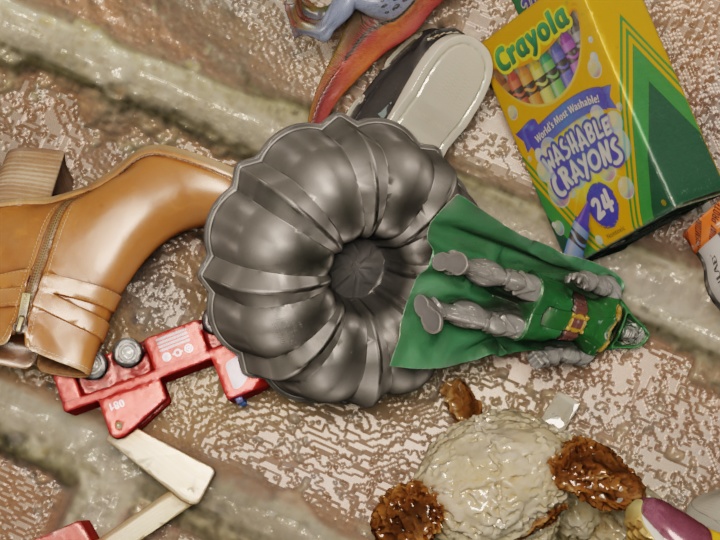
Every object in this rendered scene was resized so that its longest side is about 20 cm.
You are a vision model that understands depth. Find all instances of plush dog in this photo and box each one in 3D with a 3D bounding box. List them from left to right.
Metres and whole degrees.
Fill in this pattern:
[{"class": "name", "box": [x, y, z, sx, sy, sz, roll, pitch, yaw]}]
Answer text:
[{"class": "plush dog", "box": [0.090, 0.139, 1.349, 0.200, 0.172, 0.161, -19, 82, 1]}]

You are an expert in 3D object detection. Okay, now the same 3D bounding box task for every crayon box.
[{"class": "crayon box", "box": [0.152, -0.117, 1.400, 0.052, 0.126, 0.200, -17, 81, -33]}]

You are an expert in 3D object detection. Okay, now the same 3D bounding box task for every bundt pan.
[{"class": "bundt pan", "box": [0.000, 0.000, 1.375, 0.202, 0.076, 0.202, -5, 103, -21]}]

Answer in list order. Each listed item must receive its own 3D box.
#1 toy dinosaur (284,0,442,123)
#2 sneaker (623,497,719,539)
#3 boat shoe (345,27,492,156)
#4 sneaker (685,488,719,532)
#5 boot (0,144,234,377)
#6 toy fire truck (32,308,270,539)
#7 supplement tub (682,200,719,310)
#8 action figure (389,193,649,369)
[{"class": "toy dinosaur", "box": [0.043, -0.197, 1.433, 0.181, 0.105, 0.200, -8, 94, 7]}, {"class": "sneaker", "box": [0.252, 0.193, 1.272, 0.200, 0.075, 0.090, 43, 78, 0]}, {"class": "boat shoe", "box": [0.012, -0.082, 1.437, 0.074, 0.060, 0.200, 33, 90, -30]}, {"class": "sneaker", "box": [0.283, 0.127, 1.345, 0.076, 0.200, 0.092, -26, 94, -42]}, {"class": "boot", "box": [-0.168, -0.002, 1.409, 0.200, 0.074, 0.155, 1, 63, 17]}, {"class": "toy fire truck", "box": [-0.143, 0.116, 1.423, 0.200, 0.049, 0.141, -20, 83, -1]}, {"class": "supplement tub", "box": [0.313, 0.022, 1.380, 0.123, 0.123, 0.200, -40, 83, -3]}, {"class": "action figure", "box": [0.119, 0.025, 1.373, 0.055, 0.200, 0.118, 38, 110, 45]}]
